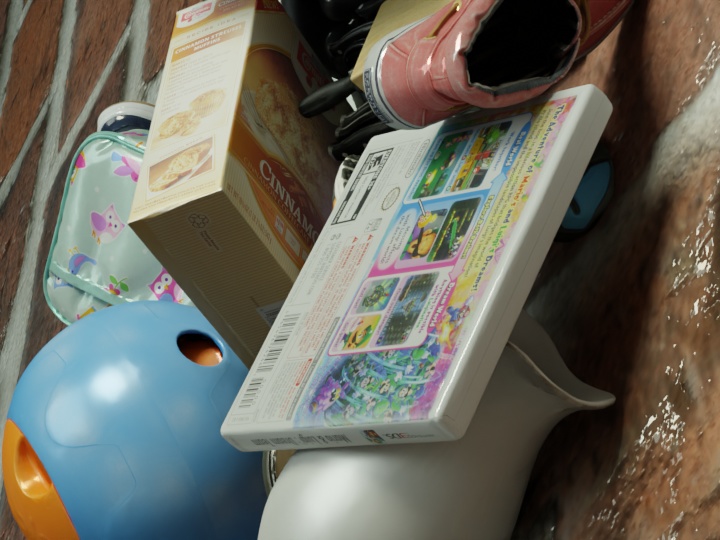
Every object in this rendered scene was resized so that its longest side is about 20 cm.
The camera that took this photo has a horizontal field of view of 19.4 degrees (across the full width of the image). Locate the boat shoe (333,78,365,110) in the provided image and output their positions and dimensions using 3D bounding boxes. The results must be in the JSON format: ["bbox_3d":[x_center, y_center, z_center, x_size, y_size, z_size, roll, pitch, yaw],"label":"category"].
[{"bbox_3d":[-0.035,-0.141,1.590,0.200,0.063,0.071,50,120,42],"label":"boat shoe"}]

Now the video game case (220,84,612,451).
[{"bbox_3d":[0.026,0.002,1.075,0.181,0.024,0.201,-9,47,52],"label":"video game case"}]

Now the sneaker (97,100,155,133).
[{"bbox_3d":[-0.141,-0.031,1.622,0.070,0.201,0.109,-18,40,18],"label":"sneaker"}]

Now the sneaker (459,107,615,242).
[{"bbox_3d":[0.084,-0.047,1.183,0.200,0.072,0.083,-131,44,-63],"label":"sneaker"}]

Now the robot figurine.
[{"bbox_3d":[-0.002,-0.209,1.488,0.151,0.124,0.201,-58,22,23],"label":"robot figurine"}]

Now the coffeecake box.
[{"bbox_3d":[-0.067,-0.062,1.370,0.073,0.154,0.201,-17,42,24],"label":"coffeecake box"}]

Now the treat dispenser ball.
[{"bbox_3d":[-0.139,0.121,1.409,0.201,0.199,0.202,-54,24,37],"label":"treat dispenser ball"}]

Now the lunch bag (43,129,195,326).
[{"bbox_3d":[-0.130,-0.004,1.532,0.077,0.199,0.162,-6,-63,-63],"label":"lunch bag"}]

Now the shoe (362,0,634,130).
[{"bbox_3d":[0.099,-0.134,1.115,0.199,0.072,0.091,-32,14,-30],"label":"shoe"}]

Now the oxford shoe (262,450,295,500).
[{"bbox_3d":[-0.012,0.140,1.254,0.084,0.072,0.202,-37,43,42],"label":"oxford shoe"}]

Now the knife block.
[{"bbox_3d":[0.040,-0.125,1.312,0.176,0.064,0.200,-49,23,9],"label":"knife block"}]

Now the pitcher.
[{"bbox_3d":[0.028,0.093,1.104,0.201,0.121,0.172,-54,24,17],"label":"pitcher"}]

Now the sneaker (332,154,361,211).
[{"bbox_3d":[0.008,0.005,1.272,0.080,0.073,0.201,-59,22,31],"label":"sneaker"}]
